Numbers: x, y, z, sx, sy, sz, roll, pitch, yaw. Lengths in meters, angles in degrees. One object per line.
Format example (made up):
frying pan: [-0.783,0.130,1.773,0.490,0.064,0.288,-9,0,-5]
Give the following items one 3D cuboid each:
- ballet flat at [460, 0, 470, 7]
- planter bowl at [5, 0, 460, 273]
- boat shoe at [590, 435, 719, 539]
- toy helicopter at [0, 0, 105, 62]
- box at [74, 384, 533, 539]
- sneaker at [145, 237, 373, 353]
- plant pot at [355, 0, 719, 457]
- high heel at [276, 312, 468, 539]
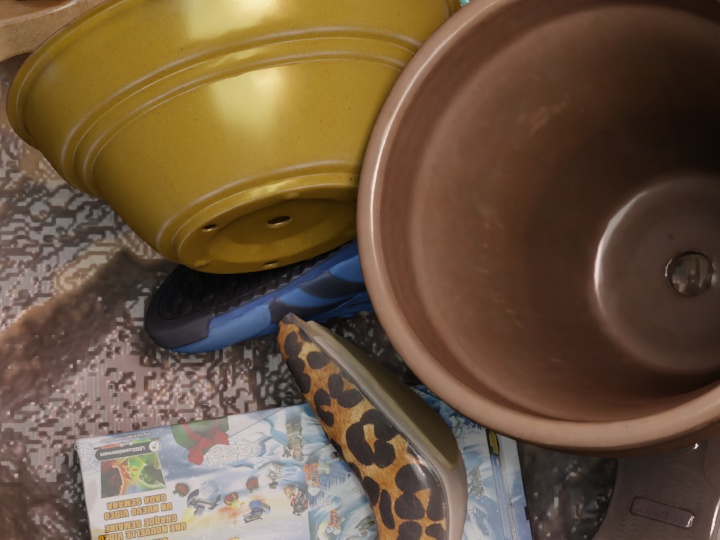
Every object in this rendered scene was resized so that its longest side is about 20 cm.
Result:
ballet flat: [-0.014,-0.168,1.143,0.070,0.067,0.200,-33,85,13]
planter bowl: [-0.043,-0.053,1.049,0.200,0.200,0.084,-16,71,-2]
boat shoe: [0.135,0.141,1.112,0.076,0.072,0.200,21,78,29]
toy helicopter: [-0.178,-0.124,1.120,0.200,0.132,0.079,-14,123,12]
box: [-0.021,0.128,1.132,0.200,0.040,0.137,-8,86,-2]
sneaker: [0.000,0.000,1.130,0.200,0.066,0.078,-27,126,9]
plant pot: [0.121,-0.015,1.030,0.200,0.175,0.201,-4,79,21]
high heel: [-0.006,0.129,1.086,0.143,0.071,0.200,-43,80,12]
